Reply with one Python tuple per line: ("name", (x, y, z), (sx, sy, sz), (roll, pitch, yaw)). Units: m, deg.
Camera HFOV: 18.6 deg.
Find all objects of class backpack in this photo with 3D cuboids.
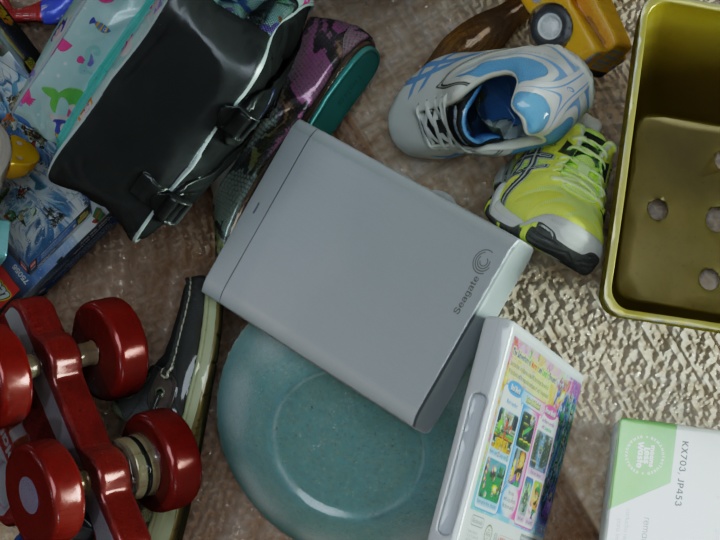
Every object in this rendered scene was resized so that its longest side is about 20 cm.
("backpack", (-0.119, -0.130, 1.414), (0.150, 0.200, 0.178), (39, 113, 2))

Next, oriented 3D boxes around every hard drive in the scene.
("hard drive", (0.000, 0.000, 1.399), (0.199, 0.027, 0.132), (30, 91, 36))

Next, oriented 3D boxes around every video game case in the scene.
("video game case", (0.091, 0.136, 1.403), (0.024, 0.200, 0.183), (12, 82, 21))

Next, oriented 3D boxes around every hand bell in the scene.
("hand bell", (0.121, -0.191, 1.517), (0.200, 0.104, 0.104), (-37, 81, 8))

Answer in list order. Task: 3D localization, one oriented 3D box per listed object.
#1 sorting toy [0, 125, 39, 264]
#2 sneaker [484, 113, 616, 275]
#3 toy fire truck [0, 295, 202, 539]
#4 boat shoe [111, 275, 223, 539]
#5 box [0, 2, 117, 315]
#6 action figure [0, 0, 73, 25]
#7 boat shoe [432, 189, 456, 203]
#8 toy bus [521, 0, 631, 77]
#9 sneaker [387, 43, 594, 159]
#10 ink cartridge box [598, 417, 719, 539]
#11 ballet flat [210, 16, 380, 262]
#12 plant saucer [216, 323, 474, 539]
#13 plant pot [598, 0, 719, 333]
("sorting toy", (-0.299, -0.025, 1.460), (0.200, 0.106, 0.181), (40, 129, 35))
("sneaker", (0.128, -0.058, 1.424), (0.075, 0.200, 0.077), (30, 105, -12))
("toy fire truck", (-0.201, 0.121, 1.434), (0.112, 0.168, 0.201), (-14, 69, -35))
("boat shoe", (-0.136, 0.098, 1.482), (0.066, 0.072, 0.202), (11, 87, -1))
("box", (-0.255, -0.085, 1.503), (0.137, 0.040, 0.200), (-41, 81, 23))
("action figure", (-0.161, -0.195, 1.530), (0.198, 0.065, 0.052), (-1, 90, 4))
("boat shoe", (0.037, 0.040, 1.482), (0.074, 0.086, 0.203), (8, 111, 11))
("toy bus", (0.121, -0.227, 1.449), (0.078, 0.065, 0.201), (-35, 76, 21))
("sneaker", (0.071, -0.106, 1.446), (0.072, 0.200, 0.072), (-27, 100, -31))
("ink cartridge box", (0.261, 0.169, 1.455), (0.198, 0.067, 0.118), (7, 82, 4))
("ballet flat", (-0.061, -0.087, 1.515), (0.071, 0.069, 0.201), (25, 79, 24))
("plant saucer", (-0.004, 0.108, 1.446), (0.200, 0.039, 0.202), (5, 109, 13))
("plant pot", (0.251, -0.047, 1.427), (0.198, 0.176, 0.202), (9, 83, -3))
